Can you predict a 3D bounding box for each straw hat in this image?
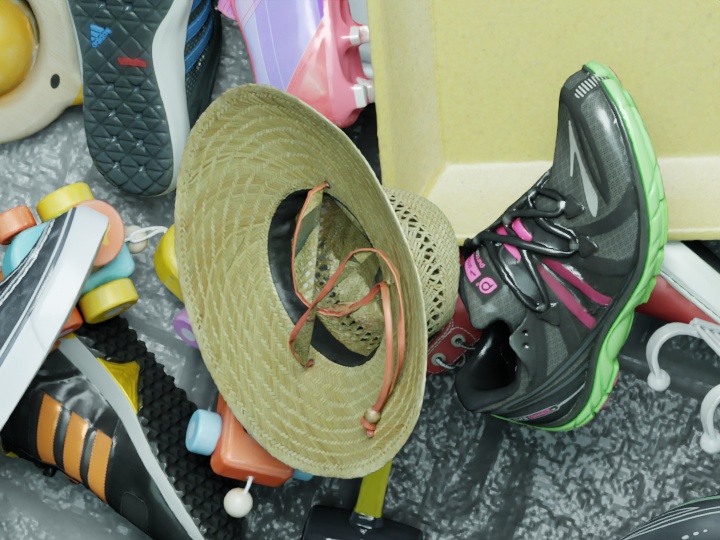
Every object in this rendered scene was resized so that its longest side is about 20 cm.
[{"bbox_3d":[0.000,0.000,1.078,0.085,0.201,0.202,-16,92,-34],"label":"straw hat"}]

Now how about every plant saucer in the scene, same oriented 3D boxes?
[{"bbox_3d":[0.105,-0.111,1.083,0.199,0.049,0.201,-1,122,7],"label":"plant saucer"}]

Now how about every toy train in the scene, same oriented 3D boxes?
[{"bbox_3d":[-0.102,0.031,1.154,0.199,0.056,0.151,19,64,-16],"label":"toy train"}]

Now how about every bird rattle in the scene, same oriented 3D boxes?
[{"bbox_3d":[-0.218,-0.140,1.185,0.199,0.113,0.164,-18,108,10],"label":"bird rattle"}]

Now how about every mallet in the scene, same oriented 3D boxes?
[{"bbox_3d":[0.023,0.084,1.168,0.066,0.041,0.201,20,116,1],"label":"mallet"}]

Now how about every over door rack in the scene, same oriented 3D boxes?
[{"bbox_3d":[0.250,0.087,1.087,0.199,0.148,0.067,6,111,-20],"label":"over door rack"}]

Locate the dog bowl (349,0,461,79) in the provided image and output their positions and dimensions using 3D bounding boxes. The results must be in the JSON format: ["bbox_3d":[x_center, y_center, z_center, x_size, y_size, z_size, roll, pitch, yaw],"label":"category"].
[{"bbox_3d":[0.024,-0.197,1.160,0.199,0.079,0.201,0,94,6],"label":"dog bowl"}]

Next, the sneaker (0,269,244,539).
[{"bbox_3d":[-0.144,0.087,1.209,0.090,0.070,0.201,-36,89,22],"label":"sneaker"}]

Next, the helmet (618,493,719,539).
[{"bbox_3d":[0.186,0.206,1.113,0.190,0.200,0.201,33,97,20],"label":"helmet"}]

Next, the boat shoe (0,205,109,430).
[{"bbox_3d":[-0.195,0.046,1.091,0.068,0.072,0.201,33,96,-8],"label":"boat shoe"}]

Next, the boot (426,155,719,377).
[{"bbox_3d":[0.098,0.020,1.172,0.199,0.072,0.145,32,97,12],"label":"boot"}]

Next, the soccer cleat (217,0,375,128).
[{"bbox_3d":[-0.039,-0.163,1.100,0.076,0.067,0.201,-7,96,11],"label":"soccer cleat"}]

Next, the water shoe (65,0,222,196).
[{"bbox_3d":[-0.107,-0.138,1.151,0.071,0.079,0.201,14,122,13],"label":"water shoe"}]

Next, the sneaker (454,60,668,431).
[{"bbox_3d":[0.090,-0.004,1.069,0.083,0.077,0.201,-2,123,-19],"label":"sneaker"}]
